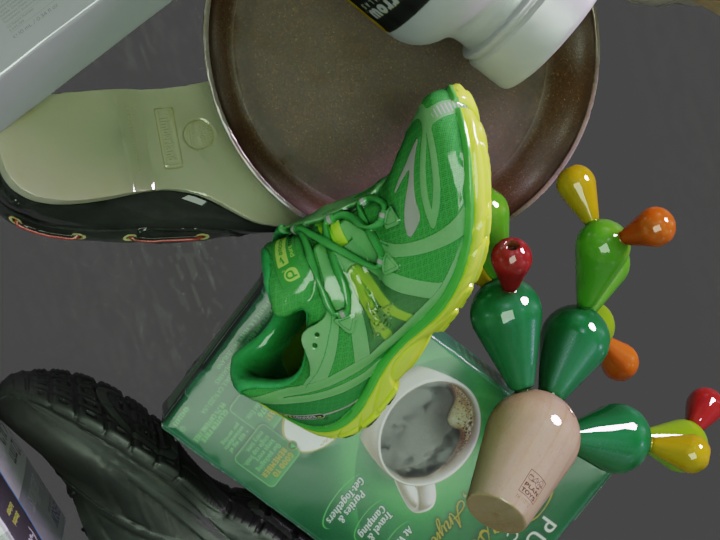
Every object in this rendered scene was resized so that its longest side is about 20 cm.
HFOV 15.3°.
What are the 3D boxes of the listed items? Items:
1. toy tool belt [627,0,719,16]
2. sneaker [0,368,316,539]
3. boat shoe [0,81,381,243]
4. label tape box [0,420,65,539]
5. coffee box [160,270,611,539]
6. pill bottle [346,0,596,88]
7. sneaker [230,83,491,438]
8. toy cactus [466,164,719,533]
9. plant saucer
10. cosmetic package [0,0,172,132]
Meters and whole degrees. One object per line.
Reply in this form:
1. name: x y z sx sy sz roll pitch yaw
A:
1. toy tool belt: 0.146 -0.217 1.263 0.125 0.123 0.200 -16 100 -2
2. sneaker: -0.108 0.127 1.332 0.200 0.076 0.091 38 100 -8
3. boat shoe: -0.084 -0.051 1.310 0.201 0.063 0.074 0 74 -17
4. label tape box: -0.187 0.124 1.288 0.066 0.143 0.200 -33 100 2
5. coffee box: 0.013 0.085 1.347 0.200 0.044 0.123 36 96 -9
6. pill bottle: 0.016 -0.177 1.226 0.200 0.112 0.113 38 95 -11
7. sneaker: 0.000 0.000 1.235 0.083 0.074 0.200 13 125 -24
8. toy cactus: 0.104 0.053 1.279 0.200 0.102 0.165 55 50 -36
9. plant saucer: 0.018 -0.109 1.297 0.200 0.032 0.201 1 88 -17
10. cosmetic package: -0.187 -0.147 1.254 0.200 0.052 0.151 -36 71 3
